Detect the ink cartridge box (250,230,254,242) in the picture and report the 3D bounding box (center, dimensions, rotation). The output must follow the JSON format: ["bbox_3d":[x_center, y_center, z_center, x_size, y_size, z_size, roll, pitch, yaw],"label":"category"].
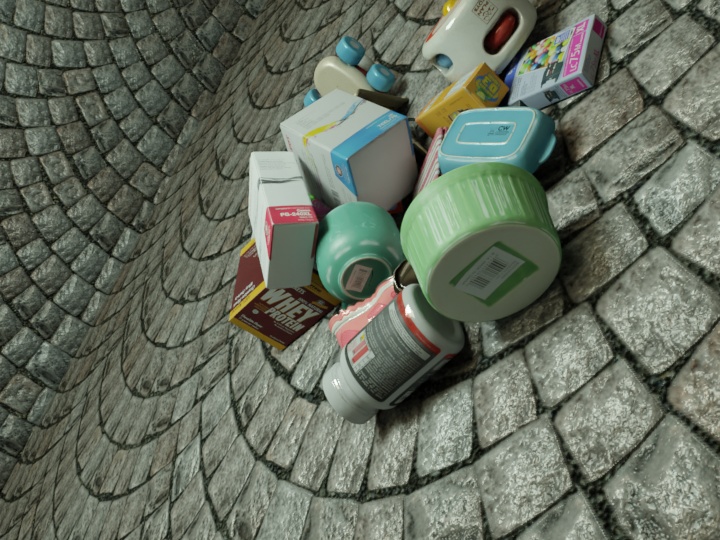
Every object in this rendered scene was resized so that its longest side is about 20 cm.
[{"bbox_3d":[-0.147,-0.112,1.548,0.198,0.044,0.175,-23,37,19],"label":"ink cartridge box"}]

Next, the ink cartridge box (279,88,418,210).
[{"bbox_3d":[-0.019,-0.207,1.264,0.145,0.148,0.199,-37,46,-22],"label":"ink cartridge box"}]

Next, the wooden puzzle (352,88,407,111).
[{"bbox_3d":[-0.008,-0.309,1.492,0.184,0.199,0.038,-38,77,34],"label":"wooden puzzle"}]

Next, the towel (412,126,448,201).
[{"bbox_3d":[0.115,-0.117,1.153,0.147,0.029,0.202,110,170,-53],"label":"towel"}]

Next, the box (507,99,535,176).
[{"bbox_3d":[0.196,-0.144,1.087,0.157,0.051,0.203,-27,41,44],"label":"box"}]

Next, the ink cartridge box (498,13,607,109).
[{"bbox_3d":[0.289,-0.313,1.120,0.199,0.042,0.121,-17,48,54],"label":"ink cartridge box"}]

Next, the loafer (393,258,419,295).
[{"bbox_3d":[0.123,-0.025,1.013,0.198,0.071,0.074,-30,55,21],"label":"loafer"}]

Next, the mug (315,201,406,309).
[{"bbox_3d":[0.007,-0.008,1.179,0.150,0.186,0.115,-25,36,7],"label":"mug"}]

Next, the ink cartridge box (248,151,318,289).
[{"bbox_3d":[-0.139,-0.092,1.225,0.147,0.082,0.202,101,157,-43],"label":"ink cartridge box"}]

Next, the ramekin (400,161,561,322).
[{"bbox_3d":[0.155,-0.026,0.889,0.200,0.199,0.099,-42,39,27],"label":"ramekin"}]

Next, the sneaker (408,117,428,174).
[{"bbox_3d":[0.101,-0.244,1.325,0.115,0.076,0.199,-31,45,-28],"label":"sneaker"}]

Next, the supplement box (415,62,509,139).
[{"bbox_3d":[0.169,-0.280,1.200,0.069,0.066,0.200,-50,13,-13],"label":"supplement box"}]

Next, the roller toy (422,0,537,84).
[{"bbox_3d":[0.200,-0.416,1.214,0.200,0.139,0.184,-43,15,43],"label":"roller toy"}]

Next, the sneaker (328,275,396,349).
[{"bbox_3d":[0.042,0.076,1.121,0.199,0.073,0.088,-35,63,26],"label":"sneaker"}]

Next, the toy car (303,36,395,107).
[{"bbox_3d":[0.000,-0.434,1.631,0.185,0.176,0.200,-50,-1,37],"label":"toy car"}]

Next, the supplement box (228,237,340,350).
[{"bbox_3d":[-0.143,0.007,1.399,0.197,0.132,0.202,-39,33,31],"label":"supplement box"}]

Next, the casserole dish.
[{"bbox_3d":[0.191,-0.191,1.032,0.198,0.039,0.122,12,68,46],"label":"casserole dish"}]

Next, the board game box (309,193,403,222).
[{"bbox_3d":[-0.022,-0.156,1.352,0.197,0.041,0.154,-11,42,7],"label":"board game box"}]

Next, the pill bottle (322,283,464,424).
[{"bbox_3d":[0.042,0.123,1.000,0.200,0.115,0.117,-44,31,24],"label":"pill bottle"}]
